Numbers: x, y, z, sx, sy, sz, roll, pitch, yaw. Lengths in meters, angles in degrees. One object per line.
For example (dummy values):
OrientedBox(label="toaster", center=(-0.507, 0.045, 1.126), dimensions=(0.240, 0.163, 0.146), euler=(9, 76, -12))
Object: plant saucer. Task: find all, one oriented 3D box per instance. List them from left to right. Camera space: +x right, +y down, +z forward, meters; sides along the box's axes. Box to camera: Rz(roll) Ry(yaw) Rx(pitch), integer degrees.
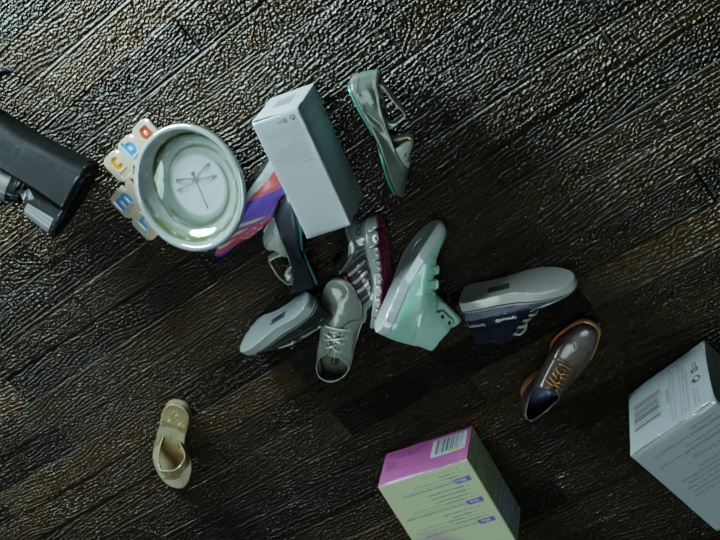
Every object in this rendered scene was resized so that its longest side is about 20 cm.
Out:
OrientedBox(label="plant saucer", center=(-0.256, -0.131, 1.697), dimensions=(0.200, 0.050, 0.201), euler=(7, 108, 23))

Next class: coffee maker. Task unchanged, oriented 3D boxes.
OrientedBox(label="coffee maker", center=(-0.522, -0.179, 1.718), dimensions=(0.200, 0.135, 0.192), euler=(28, 121, -5))

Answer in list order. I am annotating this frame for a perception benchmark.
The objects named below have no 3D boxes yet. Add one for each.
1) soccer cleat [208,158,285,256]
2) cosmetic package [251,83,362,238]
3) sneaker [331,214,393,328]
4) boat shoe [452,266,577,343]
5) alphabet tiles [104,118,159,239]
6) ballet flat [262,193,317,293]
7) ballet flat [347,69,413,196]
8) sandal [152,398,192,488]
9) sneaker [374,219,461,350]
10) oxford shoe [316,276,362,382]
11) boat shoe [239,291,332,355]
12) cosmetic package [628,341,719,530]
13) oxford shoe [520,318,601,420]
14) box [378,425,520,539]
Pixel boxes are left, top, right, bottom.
OrientedBox(label="soccer cleat", center=(-0.172, -0.085, 1.736), dimensions=(0.073, 0.068, 0.200), euler=(32, 118, -11))
OrientedBox(label="cosmetic package", center=(-0.075, -0.164, 1.642), dimensions=(0.081, 0.113, 0.200), euler=(-15, 113, 19))
OrientedBox(label="sneaker", center=(0.000, 0.000, 1.743), dimensions=(0.087, 0.074, 0.200), euler=(6, 122, 18))
OrientedBox(label="boat shoe", center=(0.253, 0.058, 1.724), dimensions=(0.199, 0.075, 0.093), euler=(-10, 122, 27))
OrientedBox(label="alphabet tiles", center=(-0.311, -0.140, 1.758), dimensions=(0.196, 0.015, 0.200), euler=(46, 118, -8))
OrientedBox(label="ballet flat", center=(-0.116, -0.035, 1.722), dimensions=(0.073, 0.073, 0.200), euler=(1, 138, 12))
OrientedBox(label="ballet flat", center=(0.044, -0.203, 1.620), dimensions=(0.064, 0.067, 0.200), euler=(-18, 114, 14))
OrientedBox(label="sandal", center=(-0.354, 0.339, 2.013), dimensions=(0.077, 0.070, 0.212), euler=(13, 121, 5))
OrientedBox(label="sneaker", center=(0.114, 0.027, 1.715), dimensions=(0.118, 0.074, 0.201), euler=(24, 94, -15))
OrientedBox(label="oxford shoe", center=(-0.038, 0.105, 1.818), dimensions=(0.075, 0.058, 0.201), euler=(13, 119, 9))
OrientedBox(label="boat shoe", center=(-0.126, 0.103, 1.816), dimensions=(0.064, 0.071, 0.200), euler=(37, 138, -24))
OrientedBox(label="cosmetic package", center=(0.548, 0.257, 1.710), dimensions=(0.200, 0.167, 0.166), euler=(40, 119, -12))
OrientedBox(label="oxford shoe", center=(0.325, 0.165, 1.761), dimensions=(0.071, 0.073, 0.200), euler=(26, 121, -3))
OrientedBox(label="box", center=(0.159, 0.399, 1.919), dimensions=(0.176, 0.097, 0.200), euler=(-22, 111, 23))
